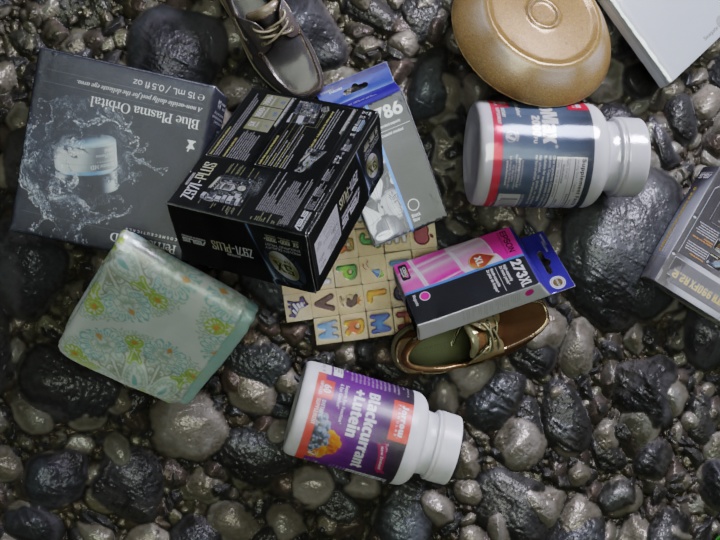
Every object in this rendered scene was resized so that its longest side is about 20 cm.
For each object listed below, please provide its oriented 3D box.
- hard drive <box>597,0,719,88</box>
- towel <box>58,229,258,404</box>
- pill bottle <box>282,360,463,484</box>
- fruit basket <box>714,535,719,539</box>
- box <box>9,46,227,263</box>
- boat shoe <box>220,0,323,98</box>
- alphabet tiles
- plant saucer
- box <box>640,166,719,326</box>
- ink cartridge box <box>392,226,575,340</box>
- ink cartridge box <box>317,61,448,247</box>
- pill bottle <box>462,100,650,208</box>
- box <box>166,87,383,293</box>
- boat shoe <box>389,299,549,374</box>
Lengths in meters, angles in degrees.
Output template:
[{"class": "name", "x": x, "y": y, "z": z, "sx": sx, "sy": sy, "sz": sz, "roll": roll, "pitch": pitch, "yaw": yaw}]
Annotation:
[{"class": "hard drive", "x": 0.344, "y": -0.337, "z": 1.043, "sx": 0.132, "sy": 0.027, "sz": 0.201, "roll": -40, "pitch": 96, "yaw": -15}, {"class": "towel", "x": -0.230, "y": 0.063, "z": 0.987, "sx": 0.169, "sy": 0.049, "sz": 0.200, "roll": 28, "pitch": 128, "yaw": -19}, {"class": "pill bottle", "x": 0.016, "y": 0.186, "z": 1.040, "sx": 0.197, "sy": 0.111, "sz": 0.113, "roll": 16, "pitch": 94, "yaw": -5}, {"class": "fruit basket", "x": 0.446, "y": 0.439, "z": 1.078, "sx": 0.212, "sy": 0.155, "sz": 0.220, "roll": -3, "pitch": 99, "yaw": -21}, {"class": "box", "x": -0.268, "y": -0.125, "z": 0.995, "sx": 0.193, "sy": 0.117, "sz": 0.204, "roll": 11, "pitch": 95, "yaw": -4}, {"class": "boat shoe", "x": -0.112, "y": -0.283, "z": 1.011, "sx": 0.074, "sy": 0.073, "sz": 0.201, "roll": -36, "pitch": 96, "yaw": 0}, {"class": "alphabet tiles", "x": 0.000, "y": 0.000, "z": 1.075, "sx": 0.196, "sy": 0.006, "sz": 0.170, "roll": -8, "pitch": 95, "yaw": -3}, {"class": "plant saucer", "x": 0.202, "y": -0.283, "z": 1.003, "sx": 0.196, "sy": 0.036, "sz": 0.204, "roll": 5, "pitch": 67, "yaw": -11}, {"class": "box", "x": 0.470, "y": -0.009, "z": 1.082, "sx": 0.198, "sy": 0.048, "sz": 0.160, "roll": 29, "pitch": 93, "yaw": -5}, {"class": "ink cartridge box", "x": 0.144, "y": 0.008, "z": 1.040, "sx": 0.197, "sy": 0.096, "sz": 0.037, "roll": -17, "pitch": 140, "yaw": -6}, {"class": "ink cartridge box", "x": 0.024, "y": -0.139, "z": 1.046, "sx": 0.098, "sy": 0.039, "sz": 0.203, "roll": -22, "pitch": 93, "yaw": -1}, {"class": "pill bottle", "x": 0.224, "y": -0.134, "z": 1.021, "sx": 0.196, "sy": 0.120, "sz": 0.122, "roll": 1, "pitch": 95, "yaw": -4}, {"class": "box", "x": -0.084, "y": -0.091, "z": 0.945, "sx": 0.161, "sy": 0.087, "sz": 0.202, "roll": 13, "pitch": 51, "yaw": 18}, {"class": "boat shoe", "x": 0.135, "y": 0.083, "z": 1.054, "sx": 0.197, "sy": 0.074, "sz": 0.077, "roll": -19, "pitch": 96, "yaw": -5}]
